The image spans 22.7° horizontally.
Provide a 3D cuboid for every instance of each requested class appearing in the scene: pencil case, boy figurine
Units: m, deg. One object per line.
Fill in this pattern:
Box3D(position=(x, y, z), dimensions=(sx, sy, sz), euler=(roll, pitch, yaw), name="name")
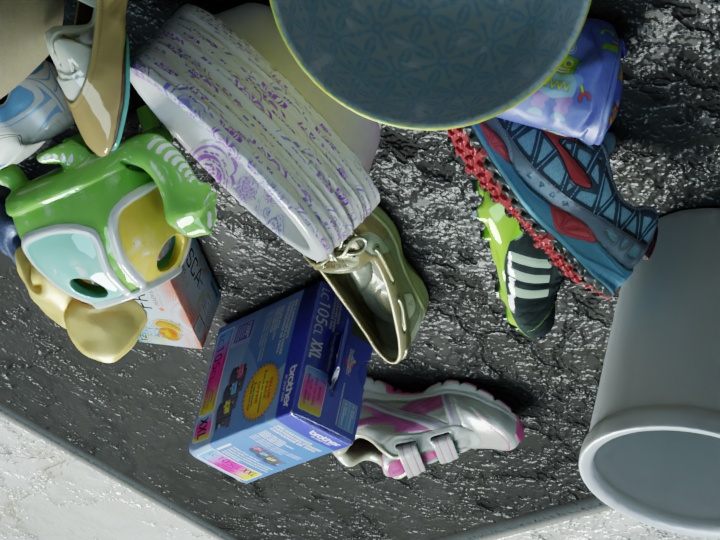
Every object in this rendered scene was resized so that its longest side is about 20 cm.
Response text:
Box3D(position=(0.085, -0.152, 1.224), dimensions=(0.199, 0.087, 0.078), euler=(18, -169, 0), name="pencil case")
Box3D(position=(-0.261, 0.001, 1.543), dimensions=(0.200, 0.064, 0.125), euler=(40, 159, 32), name="boy figurine")

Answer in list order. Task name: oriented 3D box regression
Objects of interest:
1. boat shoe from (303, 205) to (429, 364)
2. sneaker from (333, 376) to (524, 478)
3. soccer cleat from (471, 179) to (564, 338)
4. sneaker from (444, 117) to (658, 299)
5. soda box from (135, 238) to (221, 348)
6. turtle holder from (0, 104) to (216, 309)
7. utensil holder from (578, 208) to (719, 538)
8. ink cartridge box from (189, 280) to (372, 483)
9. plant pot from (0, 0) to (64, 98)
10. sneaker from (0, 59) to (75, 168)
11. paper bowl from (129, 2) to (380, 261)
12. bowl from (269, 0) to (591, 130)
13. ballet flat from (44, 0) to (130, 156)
Box3D(position=(-0.002, 0.001, 1.513), dimensions=(0.073, 0.063, 0.201), euler=(-1, 144, 26), name="boat shoe")
Box3D(position=(0.058, 0.160, 1.708), dimensions=(0.199, 0.089, 0.082), euler=(1, 145, 24), name="sneaker")
Box3D(position=(0.144, -0.011, 1.431), dimensions=(0.080, 0.068, 0.200), euler=(-7, 143, 12), name="soccer cleat")
Box3D(position=(0.141, -0.078, 1.324), dimensions=(0.200, 0.095, 0.079), euler=(48, 171, -8), name="sneaker")
Box3D(position=(-0.185, -0.012, 1.580), dimensions=(0.068, 0.064, 0.200), euler=(6, 146, 17), name="soda box")
Box3D(position=(-0.184, -0.050, 1.404), dimensions=(0.184, 0.141, 0.132), euler=(-20, 98, 18), name="turtle holder")
Box3D(position=(0.267, 0.077, 1.376), dimensions=(0.169, 0.201, 0.170), euler=(12, 149, 7), name="utensil holder")
Box3D(position=(-0.060, 0.098, 1.623), dimensions=(0.076, 0.137, 0.199), euler=(29, 146, -30), name="ink cartridge box")
Box3D(position=(-0.286, -0.194, 1.257), dimensions=(0.134, 0.202, 0.200), euler=(-8, 161, -31), name="plant pot")
Box3D(position=(-0.288, -0.123, 1.466), dimensions=(0.073, 0.072, 0.200), euler=(58, 145, -5), name="sneaker")
Box3D(position=(-0.065, -0.110, 1.285), dimensions=(0.201, 0.104, 0.201), euler=(43, 171, 8), name="paper bowl")
Box3D(position=(0.043, -0.190, 1.127), dimensions=(0.199, 0.201, 0.108), euler=(17, -173, -1), name="bowl")
Box3D(position=(-0.188, -0.179, 1.231), dimensions=(0.063, 0.201, 0.069), euler=(2, -164, -27), name="ballet flat")
